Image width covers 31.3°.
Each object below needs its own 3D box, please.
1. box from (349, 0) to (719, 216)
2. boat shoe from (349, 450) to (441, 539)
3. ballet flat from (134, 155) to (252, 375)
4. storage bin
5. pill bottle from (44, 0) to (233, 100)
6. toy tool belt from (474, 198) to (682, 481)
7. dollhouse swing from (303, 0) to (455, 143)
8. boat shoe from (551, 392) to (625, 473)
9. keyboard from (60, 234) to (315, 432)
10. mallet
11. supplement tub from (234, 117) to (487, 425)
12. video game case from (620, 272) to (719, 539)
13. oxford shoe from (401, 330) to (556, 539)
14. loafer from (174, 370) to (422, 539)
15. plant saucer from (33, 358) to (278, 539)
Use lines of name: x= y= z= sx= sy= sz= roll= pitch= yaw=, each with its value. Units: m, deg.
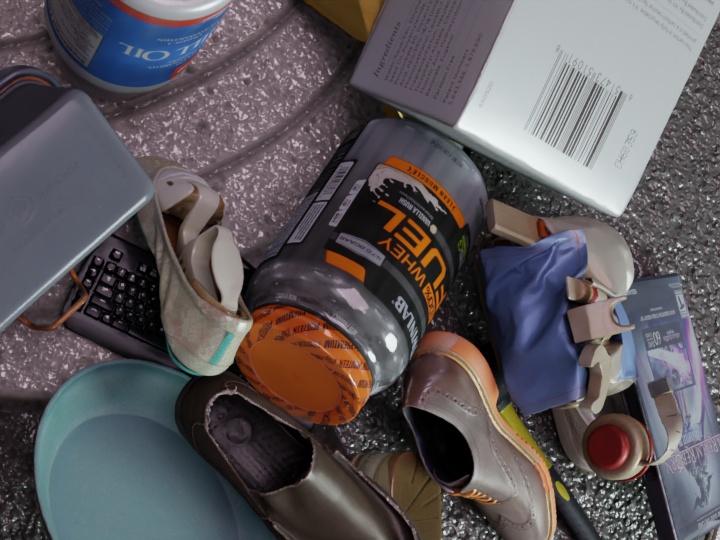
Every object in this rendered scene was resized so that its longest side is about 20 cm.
box: x=0.132 y=-0.174 z=0.929 sx=0.198 sy=0.130 sz=0.202 roll=21 pitch=96 yaw=-42
boat shoe: x=0.019 y=0.230 z=0.909 sx=0.073 sy=0.062 sz=0.203 roll=15 pitch=74 yaw=-46
ballet flat: x=-0.106 y=-0.019 z=0.855 sx=0.067 sy=0.062 sz=0.201 roll=16 pitch=38 yaw=-37
storage bin: x=-0.220 y=-0.024 z=0.800 sx=0.200 sy=0.134 sz=0.146 roll=-44 pitch=113 yaw=-18
pill bottle: x=-0.147 y=-0.183 z=0.846 sx=0.111 sy=0.200 sz=0.114 roll=4 pitch=77 yaw=-20
toy tool belt: x=0.139 y=0.051 z=0.902 sx=0.122 sy=0.124 sz=0.202 roll=11 pitch=60 yaw=-57
dollhouse swing: x=0.044 y=-0.226 z=1.025 sx=0.199 sy=0.177 sz=0.181 roll=-30 pitch=49 yaw=-24
boat shoe: x=0.170 y=0.056 z=0.996 sx=0.070 sy=0.069 sz=0.202 roll=-21 pitch=87 yaw=-23
keyboard: x=-0.102 y=0.032 z=0.907 sx=0.198 sy=0.040 sz=0.105 roll=27 pitch=71 yaw=-16
mallet: x=0.143 y=0.141 z=0.989 sx=0.200 sy=0.041 sz=0.066 roll=50 pitch=63 yaw=-11
supplement tub: x=0.000 y=0.000 z=0.890 sx=0.122 sy=0.122 sz=0.201 roll=38 pitch=55 yaw=-10
video game case: x=0.242 y=0.104 z=1.006 sx=0.142 sy=0.019 sz=0.203 roll=-5 pitch=78 yaw=-55
oxford shoe: x=0.079 y=0.140 z=0.914 sx=0.201 sy=0.071 sz=0.073 roll=58 pitch=43 yaw=-27
loafer: x=-0.040 y=0.144 z=0.835 sx=0.199 sy=0.071 sz=0.073 roll=38 pitch=81 yaw=-5
plant saucer: x=-0.131 y=0.153 z=0.831 sx=0.199 sy=0.036 sz=0.202 roll=32 pitch=38 yaw=-28
